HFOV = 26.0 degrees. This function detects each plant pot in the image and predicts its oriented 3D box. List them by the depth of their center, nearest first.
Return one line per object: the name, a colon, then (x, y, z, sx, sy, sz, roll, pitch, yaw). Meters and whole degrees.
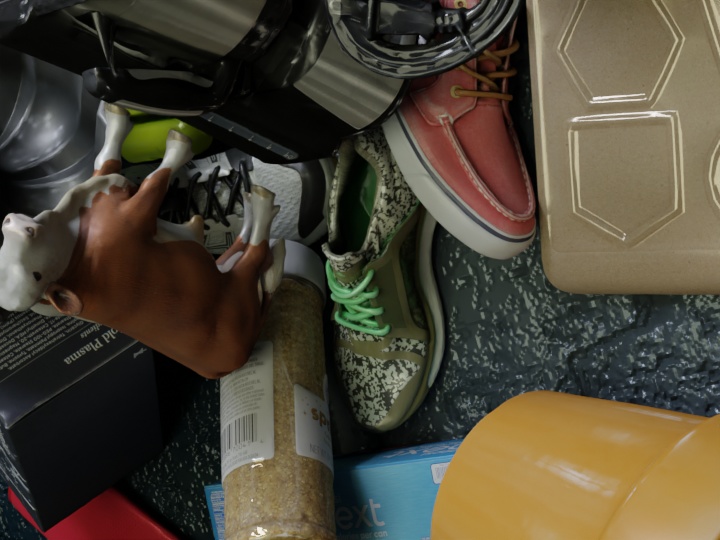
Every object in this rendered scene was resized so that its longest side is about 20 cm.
plant pot: (0.140, 0.149, 0.791, 0.183, 0.200, 0.201, 23, 110, 45)

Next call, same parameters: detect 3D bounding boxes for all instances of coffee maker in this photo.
coffee maker: (-0.093, -0.148, 0.822, 0.192, 0.200, 0.135, 31, 96, 50)

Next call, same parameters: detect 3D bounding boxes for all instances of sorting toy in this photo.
sorting toy: (0.176, -0.086, 0.817, 0.185, 0.036, 0.201, 0, 101, 34)

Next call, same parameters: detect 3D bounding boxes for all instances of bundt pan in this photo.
bundt pan: (-0.235, -0.052, 0.893, 0.202, 0.202, 0.076, 49, 162, 18)

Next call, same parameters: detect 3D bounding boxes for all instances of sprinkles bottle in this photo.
sprinkles bottle: (-0.050, 0.080, 0.917, 0.068, 0.068, 0.201, -30, 48, 34)

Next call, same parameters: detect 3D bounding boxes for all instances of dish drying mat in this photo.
dish drying mat: (-0.174, 0.190, 1.104, 0.200, 0.018, 0.077, 33, 115, 25)

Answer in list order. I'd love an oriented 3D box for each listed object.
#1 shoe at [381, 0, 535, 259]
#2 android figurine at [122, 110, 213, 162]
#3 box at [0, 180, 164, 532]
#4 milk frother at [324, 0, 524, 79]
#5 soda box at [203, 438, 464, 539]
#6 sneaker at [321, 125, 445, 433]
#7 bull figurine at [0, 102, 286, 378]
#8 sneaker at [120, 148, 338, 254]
shoe: (0.057, -0.110, 0.862, 0.091, 0.071, 0.200, -43, 67, 40)
android figurine: (-0.133, -0.163, 1.008, 0.199, 0.041, 0.183, -6, 93, 35)
box: (-0.222, 0.042, 1.003, 0.182, 0.104, 0.200, 48, 159, 19)
milk frother: (0.052, -0.210, 0.786, 0.180, 0.188, 0.201, 31, 113, 28)
soda box: (0.004, 0.144, 0.944, 0.200, 0.068, 0.064, -11, 90, 35)
sneaker: (0.000, 0.000, 0.913, 0.077, 0.089, 0.201, 8, 102, 33)
bull figurine: (-0.116, -0.011, 0.832, 0.065, 0.200, 0.122, 20, 81, 39)
sneaker: (-0.103, -0.036, 0.973, 0.200, 0.088, 0.076, -11, 90, 37)
